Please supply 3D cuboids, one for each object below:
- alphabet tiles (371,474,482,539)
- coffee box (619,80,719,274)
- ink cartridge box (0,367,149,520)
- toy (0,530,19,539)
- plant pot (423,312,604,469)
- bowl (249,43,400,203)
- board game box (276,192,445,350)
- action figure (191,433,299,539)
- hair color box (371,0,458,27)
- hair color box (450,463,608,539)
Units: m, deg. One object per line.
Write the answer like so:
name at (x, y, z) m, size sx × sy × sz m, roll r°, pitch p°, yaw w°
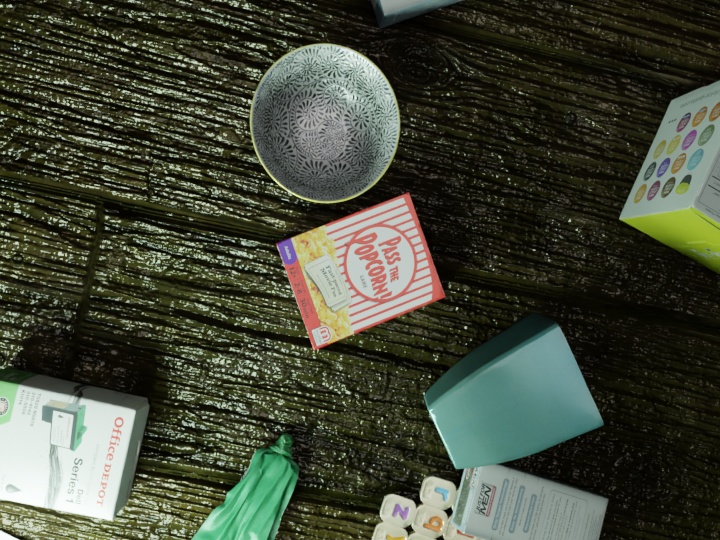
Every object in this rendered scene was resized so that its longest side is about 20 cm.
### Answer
alphabet tiles at (0.107, 0.398, 1.059) m, size 0.191 × 0.015 × 0.205 m, roll 18°, pitch 87°, yaw -5°
coffee box at (0.512, -0.117, 1.019) m, size 0.197 × 0.200 × 0.201 m, roll 27°, pitch 87°, yaw -6°
ink cartridge box at (-0.390, 0.223, 0.974) m, size 0.195 × 0.084 × 0.150 m, roll 12°, pitch 88°, yaw -5°
toy at (-0.452, 0.422, 0.982) m, size 0.197 × 0.047 × 0.117 m, roll 26°, pitch 85°, yaw -6°
plant pot at (0.191, 0.171, 1.014) m, size 0.197 × 0.141 × 0.144 m, roll -26°, pitch 92°, yaw 2°
bowl at (-0.049, -0.190, 1.012) m, size 0.195 × 0.094 × 0.206 m, roll 0°, pitch 90°, yaw -7°
board game box at (0.000, 0.000, 1.038) m, size 0.196 × 0.046 × 0.155 m, roll -21°, pitch 91°, yaw -6°
action figure at (-0.141, 0.315, 1.015) m, size 0.116 × 0.055 × 0.203 m, roll 29°, pitch 79°, yaw -4°
hair color box at (0.105, -0.422, 1.043) m, size 0.196 × 0.061 × 0.101 m, roll -20°, pitch 91°, yaw -5°
hair color box at (0.233, 0.332, 1.041) m, size 0.196 × 0.061 × 0.101 m, roll 19°, pitch 82°, yaw -11°
